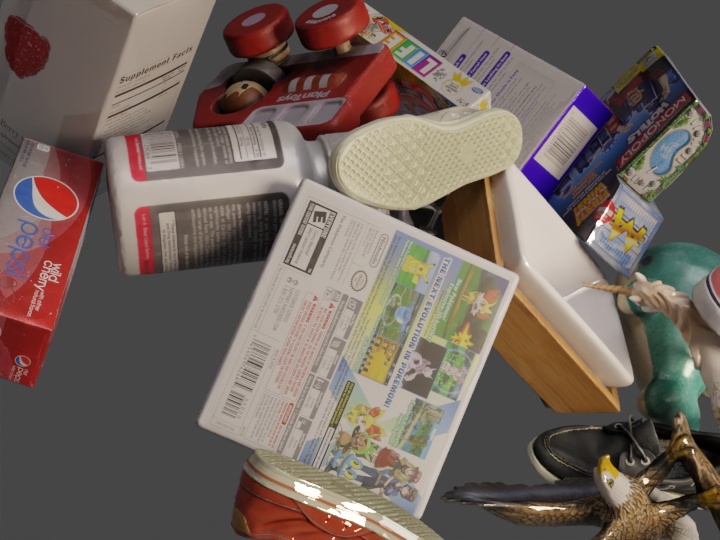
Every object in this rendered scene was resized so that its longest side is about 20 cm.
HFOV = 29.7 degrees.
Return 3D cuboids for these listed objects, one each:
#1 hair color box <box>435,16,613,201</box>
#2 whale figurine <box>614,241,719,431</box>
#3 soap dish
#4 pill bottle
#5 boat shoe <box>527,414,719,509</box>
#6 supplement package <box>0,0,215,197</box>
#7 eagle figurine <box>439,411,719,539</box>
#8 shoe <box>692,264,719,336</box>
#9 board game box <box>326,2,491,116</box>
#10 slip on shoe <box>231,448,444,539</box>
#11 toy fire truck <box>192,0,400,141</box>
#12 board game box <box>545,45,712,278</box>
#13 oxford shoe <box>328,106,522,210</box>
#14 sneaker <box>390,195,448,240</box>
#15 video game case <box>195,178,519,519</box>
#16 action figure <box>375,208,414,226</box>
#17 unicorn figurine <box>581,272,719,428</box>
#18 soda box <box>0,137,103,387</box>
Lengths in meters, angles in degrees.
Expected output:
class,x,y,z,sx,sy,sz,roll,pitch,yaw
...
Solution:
class,x,y,z,sx,sy,sz,roll,pitch,yaw
hair color box,0.141,-0.162,1.344,0.065,0.109,0.200,34,5,-45
whale figurine,0.297,0.061,1.230,0.159,0.104,0.200,45,39,-28
soap dish,0.147,0.018,1.160,0.200,0.081,0.158,46,26,-34
pill bottle,-0.099,-0.060,1.080,0.199,0.111,0.111,-7,46,-11
boat shoe,0.236,0.152,1.129,0.199,0.066,0.075,15,40,-18
supplement package,-0.219,-0.174,1.107,0.121,0.200,0.120,36,37,11
eagle figurine,0.178,0.190,1.017,0.151,0.200,0.152,61,-3,-12
shoe,0.338,-0.001,1.121,0.071,0.091,0.200,44,27,8
board game box,0.045,-0.166,1.299,0.034,0.135,0.200,-38,58,-19
slip on shoe,-0.002,0.189,0.946,0.200,0.061,0.074,27,3,-21
toy fire truck,-0.069,-0.157,1.223,0.200,0.112,0.168,-1,36,33
board game box,0.247,-0.090,1.273,0.062,0.200,0.200,36,21,-21
oxford shoe,0.046,-0.093,1.081,0.200,0.075,0.058,-17,24,-41
sneaker,0.047,-0.080,1.275,0.200,0.081,0.083,27,25,-7
video game case,-0.001,0.059,1.013,0.182,0.200,0.022,24,-7,-6
action figure,0.000,0.000,1.131,0.200,0.105,0.194,4,35,-31
unicorn figurine,0.294,0.073,1.127,0.137,0.074,0.200,19,32,-51
soda box,-0.247,-0.010,1.011,0.070,0.063,0.200,19,39,-12
